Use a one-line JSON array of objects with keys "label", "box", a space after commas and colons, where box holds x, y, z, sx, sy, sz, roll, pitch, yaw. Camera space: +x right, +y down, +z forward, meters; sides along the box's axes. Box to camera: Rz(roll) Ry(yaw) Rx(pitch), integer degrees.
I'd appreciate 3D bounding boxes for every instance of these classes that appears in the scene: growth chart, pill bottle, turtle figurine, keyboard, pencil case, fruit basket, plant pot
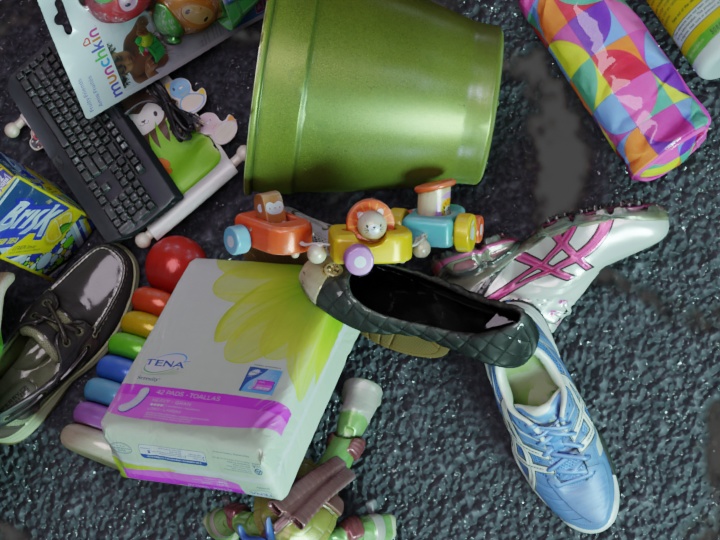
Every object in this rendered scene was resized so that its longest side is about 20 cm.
[{"label": "growth chart", "box": [-0.198, -0.116, 1.569, 0.200, 0.018, 0.145, 41, 87, 22]}, {"label": "pill bottle", "box": [0.268, -0.266, 1.475, 0.111, 0.111, 0.201, -33, 77, 3]}, {"label": "turtle figurine", "box": [-0.047, 0.189, 1.479, 0.143, 0.200, 0.195, -5, 59, 31]}, {"label": "keyboard", "box": [-0.213, -0.129, 1.557, 0.127, 0.021, 0.200, -37, 68, 2]}, {"label": "pencil case", "box": [0.209, -0.172, 1.487, 0.088, 0.088, 0.201, -31, 79, 4]}, {"label": "fruit basket", "box": [-0.169, -0.243, 1.494, 0.200, 0.186, 0.094, -35, 41, -22]}, {"label": "plant pot", "box": [0.014, -0.146, 1.473, 0.191, 0.200, 0.202, 9, 83, -1]}]

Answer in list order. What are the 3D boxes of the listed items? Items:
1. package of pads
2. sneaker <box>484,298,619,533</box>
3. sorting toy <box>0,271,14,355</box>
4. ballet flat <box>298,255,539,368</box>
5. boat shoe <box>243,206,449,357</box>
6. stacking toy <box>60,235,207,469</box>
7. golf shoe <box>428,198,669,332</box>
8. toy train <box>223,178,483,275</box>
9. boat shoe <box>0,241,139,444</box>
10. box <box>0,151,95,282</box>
[{"label": "package of pads", "box": [-0.100, 0.080, 1.430, 0.154, 0.068, 0.201, 5, 47, 25]}, {"label": "sneaker", "box": [0.145, 0.124, 1.434, 0.075, 0.077, 0.201, -26, 100, 10]}, {"label": "sorting toy", "box": [-0.346, 0.103, 1.520, 0.185, 0.036, 0.201, -3, 75, 51]}, {"label": "ballet flat", "box": [0.045, 0.021, 1.382, 0.199, 0.057, 0.067, 16, 54, 20]}, {"label": "boat shoe", "box": [0.000, 0.000, 1.502, 0.199, 0.071, 0.069, 30, 48, 15]}, {"label": "stacking toy", "box": [-0.178, 0.067, 1.525, 0.085, 0.085, 0.201, 18, 78, 12]}, {"label": "golf shoe", "box": [0.160, 0.000, 1.478, 0.199, 0.073, 0.093, -18, 89, 16]}, {"label": "toy train", "box": [0.000, -0.045, 1.430, 0.199, 0.150, 0.056, -10, 109, -33]}, {"label": "boat shoe", "box": [-0.261, 0.061, 1.539, 0.072, 0.066, 0.201, 38, 90, 11]}, {"label": "box", "box": [-0.288, -0.050, 1.492, 0.064, 0.200, 0.070, 38, 89, 13]}]
